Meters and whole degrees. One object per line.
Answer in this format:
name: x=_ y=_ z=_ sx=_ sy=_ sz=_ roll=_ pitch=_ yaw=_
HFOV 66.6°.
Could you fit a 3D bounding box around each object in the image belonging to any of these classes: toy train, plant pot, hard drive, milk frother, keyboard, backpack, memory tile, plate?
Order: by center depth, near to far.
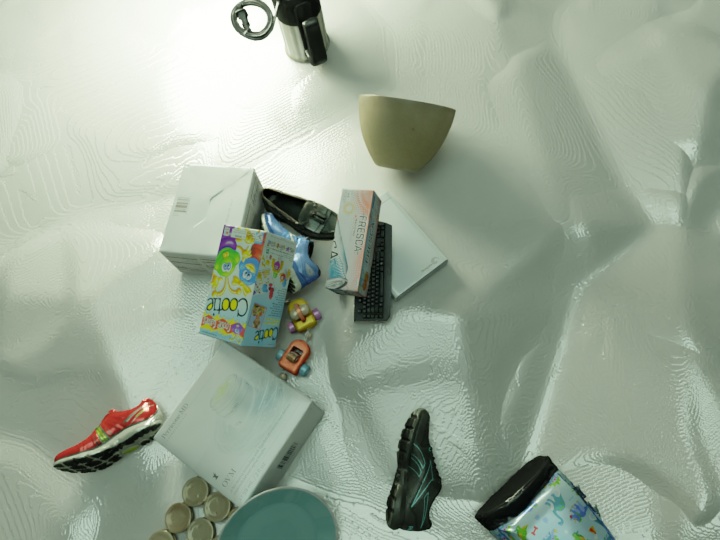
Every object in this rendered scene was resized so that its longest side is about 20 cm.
backpack: x=0.307 y=0.415 z=0.844 sx=0.163 sy=0.154 sz=0.201 roll=-33 pitch=81 yaw=-15
plate: x=-0.135 y=0.441 z=0.884 sx=0.199 sy=0.026 sz=0.202 roll=-3 pitch=98 yaw=-20
memory tile: x=-0.253 y=0.464 z=0.940 sx=0.199 sy=0.017 sz=0.154 roll=26 pitch=73 yaw=16
toy train: x=-0.161 y=0.107 z=1.056 sx=0.199 sy=0.056 sz=0.151 roll=32 pitch=74 yaw=17
keyboard: x=0.000 y=0.000 z=1.082 sx=0.126 sy=0.021 sz=0.202 roll=-3 pitch=76 yaw=18
hard drive: x=0.063 y=-0.053 z=1.113 sx=0.132 sy=0.027 sz=0.200 roll=-36 pitch=69 yaw=-8
plant pot: x=0.087 y=-0.278 z=1.134 sx=0.199 sy=0.200 sz=0.135 roll=11 pitch=104 yaw=10
milk frother: x=-0.179 y=-0.562 z=1.261 sx=0.198 sy=0.188 sz=0.182 roll=-8 pitch=66 yaw=3

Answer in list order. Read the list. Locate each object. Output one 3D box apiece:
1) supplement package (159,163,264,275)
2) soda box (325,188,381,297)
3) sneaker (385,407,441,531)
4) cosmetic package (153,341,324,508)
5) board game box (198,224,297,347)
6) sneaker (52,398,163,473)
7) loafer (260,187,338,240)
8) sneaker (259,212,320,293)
supplement package: x=-0.296 y=-0.101 z=1.126 sx=0.155 sy=0.111 sz=0.201 roll=5 pitch=68 yaw=8
soda box: x=-0.012 y=-0.054 z=1.055 sx=0.068 sy=0.064 sz=0.202 roll=5 pitch=78 yaw=18
sneaker: x=0.098 y=0.339 z=0.933 sx=0.079 sy=0.075 sz=0.201 roll=14 pitch=76 yaw=-3
cosmetic package: x=-0.207 y=0.269 z=0.959 sx=0.199 sy=0.123 sz=0.200 roll=29 pitch=74 yaw=18
board game box: x=-0.204 y=0.030 z=1.003 sx=0.102 sy=0.105 sz=0.202 roll=10 pitch=86 yaw=27
sneaker: x=-0.461 y=0.302 z=1.008 sx=0.199 sy=0.077 sz=0.085 roll=-25 pitch=56 yaw=-12
loafer: x=-0.124 y=-0.118 z=1.129 sx=0.199 sy=0.063 sz=0.072 roll=22 pitch=75 yaw=23
sneaker: x=-0.145 y=-0.043 z=1.115 sx=0.089 sy=0.079 sz=0.200 roll=-19 pitch=59 yaw=-26
